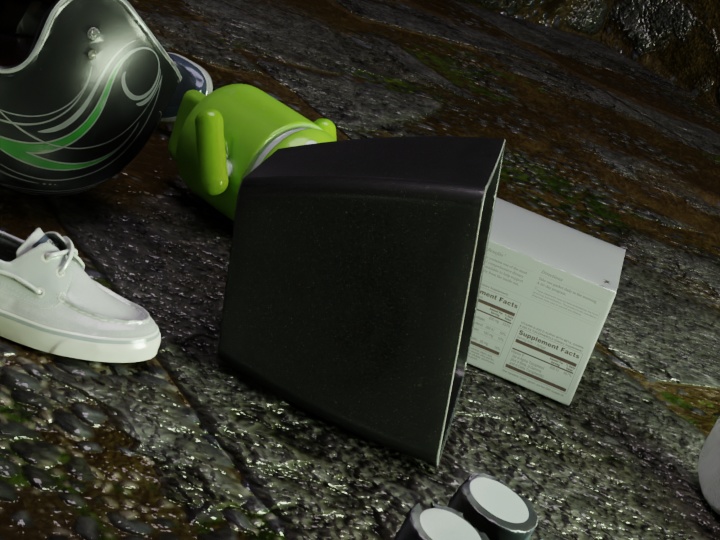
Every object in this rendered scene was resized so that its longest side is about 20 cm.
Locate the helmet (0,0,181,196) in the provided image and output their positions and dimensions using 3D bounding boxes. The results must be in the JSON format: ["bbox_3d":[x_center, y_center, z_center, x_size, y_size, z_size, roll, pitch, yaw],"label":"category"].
[{"bbox_3d":[-0.267,-0.158,1.285,0.200,0.190,0.200,49,-4,5],"label":"helmet"}]

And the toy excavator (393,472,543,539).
[{"bbox_3d":[0.080,0.213,0.755,0.200,0.100,0.194,36,23,19],"label":"toy excavator"}]

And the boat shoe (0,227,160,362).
[{"bbox_3d":[-0.227,0.004,1.049,0.199,0.069,0.072,21,17,2],"label":"boat shoe"}]

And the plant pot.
[{"bbox_3d":[0.000,0.000,1.138,0.176,0.201,0.200,11,17,7],"label":"plant pot"}]

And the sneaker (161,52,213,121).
[{"bbox_3d":[-0.266,-0.208,1.594,0.201,0.078,0.146,16,4,17],"label":"sneaker"}]

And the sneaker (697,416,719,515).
[{"bbox_3d":[0.327,0.182,1.170,0.088,0.075,0.200,27,20,-23],"label":"sneaker"}]

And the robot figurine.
[{"bbox_3d":[-0.091,-0.098,1.423,0.200,0.116,0.175,34,20,36],"label":"robot figurine"}]

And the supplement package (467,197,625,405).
[{"bbox_3d":[0.119,0.009,1.352,0.199,0.112,0.156,23,18,6],"label":"supplement package"}]
